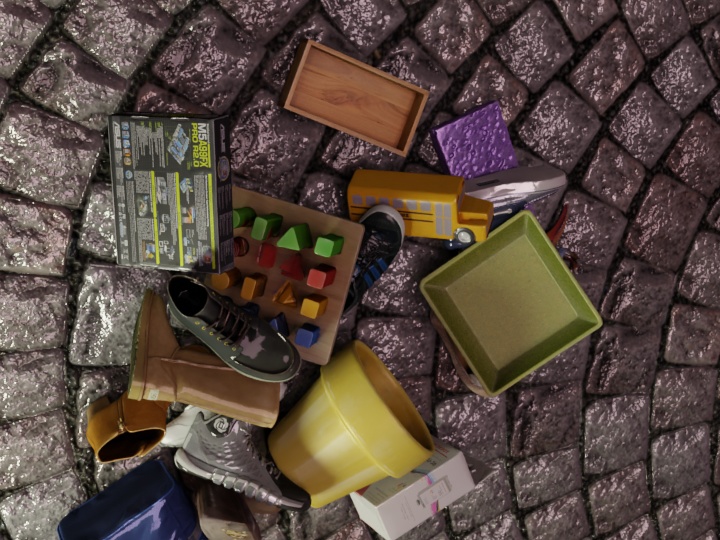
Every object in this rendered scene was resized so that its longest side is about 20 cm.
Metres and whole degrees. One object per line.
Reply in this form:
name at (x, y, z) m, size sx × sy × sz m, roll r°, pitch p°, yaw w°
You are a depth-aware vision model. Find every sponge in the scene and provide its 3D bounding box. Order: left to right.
sponge at (0.185, -0.143, 1.694) m, size 0.111 × 0.030 × 0.202 m, roll -27°, pitch 111°, yaw -13°

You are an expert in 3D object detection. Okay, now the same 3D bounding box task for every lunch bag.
lunch bag at (-0.315, 0.378, 1.555) m, size 0.199 × 0.136 × 0.133 m, roll -32°, pitch 112°, yaw -11°

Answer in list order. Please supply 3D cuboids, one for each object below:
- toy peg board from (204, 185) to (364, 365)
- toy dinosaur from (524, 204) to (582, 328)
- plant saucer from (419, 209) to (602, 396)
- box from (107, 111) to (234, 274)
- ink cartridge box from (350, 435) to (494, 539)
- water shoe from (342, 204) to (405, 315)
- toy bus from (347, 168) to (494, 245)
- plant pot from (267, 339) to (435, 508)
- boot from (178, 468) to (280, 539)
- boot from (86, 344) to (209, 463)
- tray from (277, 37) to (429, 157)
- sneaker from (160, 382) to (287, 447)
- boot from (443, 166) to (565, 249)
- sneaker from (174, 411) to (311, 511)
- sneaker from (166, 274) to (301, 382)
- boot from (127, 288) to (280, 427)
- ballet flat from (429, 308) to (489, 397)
toy peg board at (-0.119, 0.009, 1.518) m, size 0.198 × 0.098 × 0.202 m, roll 17°, pitch 97°, yaw 9°
toy dinosaur at (0.242, 0.007, 1.750) m, size 0.179 × 0.105 × 0.203 m, roll -1°, pitch 70°, yaw -13°
plant saucer at (0.219, 0.047, 1.649) m, size 0.199 × 0.048 × 0.201 m, roll -34°, pitch 84°, yaw 10°
box at (-0.245, -0.102, 1.466) m, size 0.158 × 0.044 × 0.203 m, roll 4°, pitch 105°, yaw 21°
ink cartridge box at (0.092, 0.316, 1.713) m, size 0.199 × 0.116 × 0.068 m, roll -28°, pitch 108°, yaw -19°
water shoe at (0.000, 0.000, 1.581) m, size 0.071 × 0.079 × 0.201 m, roll 29°, pitch 122°, yaw -4°
toy bus at (0.086, -0.092, 1.585) m, size 0.197 × 0.065 × 0.079 m, roll 6°, pitch 129°, yaw 16°
plant pot at (-0.023, 0.235, 1.620) m, size 0.188 × 0.201 × 0.201 m, roll -38°, pitch 115°, yaw 7°
boot at (-0.160, 0.338, 1.574) m, size 0.185 × 0.200 × 0.065 m, roll 24°, pitch 94°, yaw -25°
boot at (-0.274, 0.184, 1.519) m, size 0.200 × 0.144 × 0.071 m, roll -29°, pitch 117°, yaw -13°
tray at (-0.009, -0.242, 1.586) m, size 0.198 × 0.037 × 0.100 m, roll 19°, pitch 95°, yaw -24°
sneaker at (-0.205, 0.185, 1.602) m, size 0.198 × 0.074 × 0.088 m, roll -28°, pitch 95°, yaw -17°
boot at (0.209, -0.093, 1.668) m, size 0.197 × 0.073 × 0.091 m, roll -11°, pitch 114°, yaw -10°
sneaker at (-0.144, 0.247, 1.535) m, size 0.198 × 0.075 × 0.117 m, roll 23°, pitch 82°, yaw -8°
sneaker at (-0.167, 0.078, 1.449) m, size 0.198 × 0.106 × 0.075 m, roll 30°, pitch 80°, yaw 4°
boot at (-0.209, 0.120, 1.523) m, size 0.197 × 0.066 × 0.177 m, roll 12°, pitch 53°, yaw -17°
ballet flat at (0.172, 0.131, 1.734) m, size 0.068 × 0.067 × 0.201 m, roll -42°, pitch 115°, yaw -7°
